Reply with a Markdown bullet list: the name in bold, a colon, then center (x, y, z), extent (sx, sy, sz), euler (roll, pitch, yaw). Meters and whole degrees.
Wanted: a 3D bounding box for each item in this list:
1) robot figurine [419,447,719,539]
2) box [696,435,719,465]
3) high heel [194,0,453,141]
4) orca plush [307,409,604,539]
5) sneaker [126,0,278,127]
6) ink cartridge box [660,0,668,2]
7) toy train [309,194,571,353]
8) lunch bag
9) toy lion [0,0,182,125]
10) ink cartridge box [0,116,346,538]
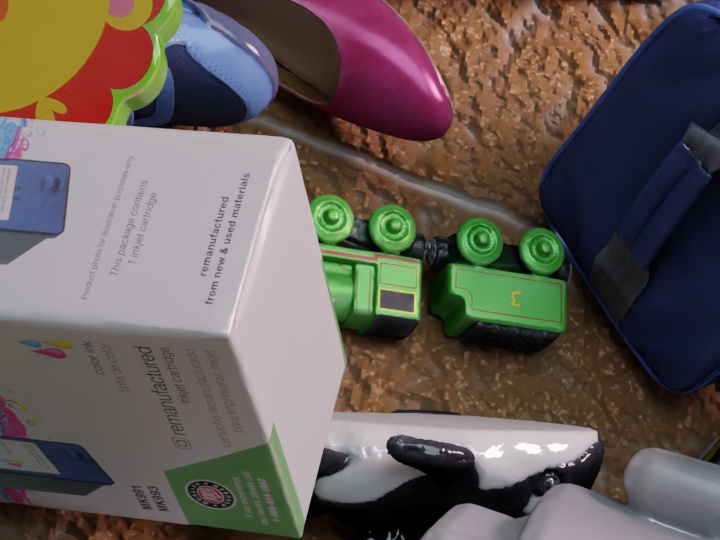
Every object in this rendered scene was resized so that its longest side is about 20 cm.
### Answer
- **robot figurine**: center (0.112, 0.151, 0.747), extent (0.199, 0.170, 0.113), euler (20, 13, 12)
- **box**: center (0.188, 0.117, 0.784), extent (0.137, 0.200, 0.040), euler (37, 54, 5)
- **high heel**: center (-0.056, -0.105, 0.903), extent (0.200, 0.067, 0.096), euler (39, 47, 12)
- **orca plush**: center (-0.002, 0.096, 0.812), extent (0.199, 0.105, 0.072), euler (2, 92, -21)
- **sneaker**: center (-0.136, -0.082, 0.869), extent (0.199, 0.074, 0.083), euler (8, 61, -6)
- **ink cartridge box**: center (0.092, -0.227, 0.981), extent (0.199, 0.086, 0.148), euler (6, 58, -40)
- **toy train**: center (0.000, 0.000, 0.886), extent (0.199, 0.042, 0.057), euler (8, 70, -15)
- **lunch bag**: center (0.176, -0.044, 0.872), extent (0.132, 0.200, 0.136), euler (-28, 73, -32)
- **toy lion**: center (-0.180, -0.117, 0.805), extent (0.199, 0.069, 0.193), euler (-21, 85, -1)
- **ink cartridge box**: center (-0.117, 0.019, 0.731), extent (0.199, 0.146, 0.088), euler (7, 56, 13)
